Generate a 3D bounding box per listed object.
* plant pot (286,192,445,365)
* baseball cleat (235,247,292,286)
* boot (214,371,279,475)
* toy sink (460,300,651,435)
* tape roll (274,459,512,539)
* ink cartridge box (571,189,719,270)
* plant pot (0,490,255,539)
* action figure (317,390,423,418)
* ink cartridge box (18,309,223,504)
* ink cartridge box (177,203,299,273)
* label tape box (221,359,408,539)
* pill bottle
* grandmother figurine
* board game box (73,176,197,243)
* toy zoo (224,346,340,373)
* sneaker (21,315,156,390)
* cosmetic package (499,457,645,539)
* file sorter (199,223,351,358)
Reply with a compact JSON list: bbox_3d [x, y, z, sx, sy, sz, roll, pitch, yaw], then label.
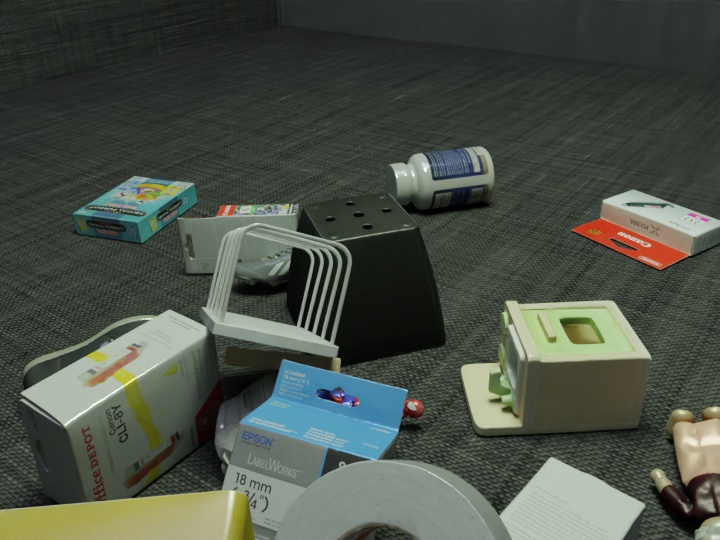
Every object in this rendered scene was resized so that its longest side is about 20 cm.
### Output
[{"bbox_3d":[0.000,0.000,1.044,0.198,0.179,0.200,-10,30,-14],"label":"plant pot"},{"bbox_3d":[-0.107,-0.027,1.174,0.198,0.108,0.070,0,14,-7],"label":"baseball cleat"},{"bbox_3d":[-0.106,0.211,0.793,0.095,0.074,0.201,-31,42,11],"label":"boot"},{"bbox_3d":[0.230,0.113,0.887,0.198,0.113,0.131,-2,28,0],"label":"toy sink"},{"bbox_3d":[0.025,0.252,0.563,0.199,0.202,0.066,11,-11,24],"label":"tape roll"},{"bbox_3d":[0.514,-0.079,1.299,0.172,0.044,0.200,-18,32,-29],"label":"ink cartridge box"},{"bbox_3d":[-0.172,0.298,0.511,0.198,0.201,0.177,-4,40,-4],"label":"plant pot"},{"bbox_3d":[-0.022,0.162,0.880,0.198,0.052,0.065,5,13,9],"label":"action figure"},{"bbox_3d":[-0.254,0.159,0.803,0.083,0.146,0.200,20,35,32],"label":"ink cartridge box"},{"bbox_3d":[-0.201,-0.053,1.224,0.198,0.110,0.050,-1,28,2],"label":"ink cartridge box"},{"bbox_3d":[-0.050,0.193,0.677,0.143,0.202,0.063,10,-10,20],"label":"label tape box"},{"bbox_3d":[0.156,-0.181,1.435,0.198,0.112,0.111,-8,29,-12],"label":"pill bottle"},{"bbox_3d":[0.365,0.224,0.740,0.120,0.061,0.200,-20,22,29],"label":"grandmother figurine"},{"bbox_3d":[-0.444,-0.126,1.440,0.149,0.047,0.200,8,30,18],"label":"board game box"},{"bbox_3d":[-0.097,0.115,0.893,0.130,0.021,0.200,7,-9,-6],"label":"toy zoo"},{"bbox_3d":[-0.327,0.136,0.936,0.199,0.075,0.106,-25,39,-20],"label":"sneaker"},{"bbox_3d":[0.165,0.268,0.649,0.101,0.072,0.199,22,37,36],"label":"cosmetic package"},{"bbox_3d":[-0.104,0.019,0.860,0.137,0.126,0.200,14,-3,-16],"label":"file sorter"}]
